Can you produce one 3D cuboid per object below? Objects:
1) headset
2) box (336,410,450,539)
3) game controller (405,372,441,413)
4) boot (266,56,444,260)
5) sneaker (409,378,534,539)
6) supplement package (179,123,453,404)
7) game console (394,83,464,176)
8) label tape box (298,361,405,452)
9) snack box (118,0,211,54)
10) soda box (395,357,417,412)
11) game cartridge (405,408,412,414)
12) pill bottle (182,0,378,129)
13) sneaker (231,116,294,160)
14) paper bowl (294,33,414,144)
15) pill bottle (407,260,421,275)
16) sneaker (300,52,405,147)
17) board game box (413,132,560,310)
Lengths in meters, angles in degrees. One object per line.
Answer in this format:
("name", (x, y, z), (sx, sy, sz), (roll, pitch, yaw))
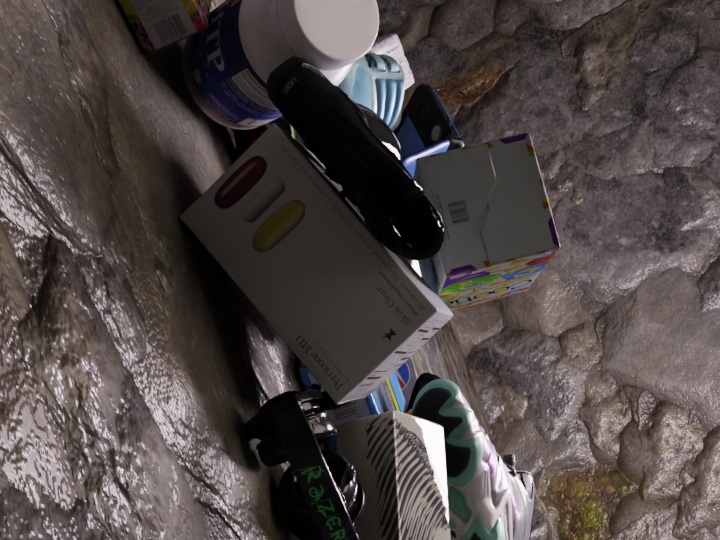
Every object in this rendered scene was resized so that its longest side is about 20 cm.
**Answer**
("headset", (-0.031, 0.142, 0.892), (0.200, 0.093, 0.125), (-142, -151, -73))
("box", (0.029, 0.226, 0.952), (0.082, 0.068, 0.203), (22, 57, -47))
("game controller", (0.066, 0.202, 1.149), (0.104, 0.042, 0.202), (47, 43, -27))
("boot", (0.017, -0.078, 0.932), (0.164, 0.066, 0.200), (32, 11, -43))
("sneaker", (0.115, 0.188, 1.087), (0.139, 0.077, 0.204), (-21, 101, -56))
("supplement package", (-0.031, -0.002, 0.965), (0.200, 0.111, 0.156), (48, 5, 9))
("game console", (0.023, -0.100, 1.338), (0.117, 0.201, 0.172), (6, 42, -32))
("label tape box", (-0.005, 0.125, 1.214), (0.200, 0.062, 0.146), (-79, 150, -74))
("snack box", (-0.198, -0.317, 1.001), (0.170, 0.067, 0.202), (-96, 162, -58))
("soda box", (0.023, 0.108, 1.383), (0.064, 0.069, 0.203), (98, -20, -59))
("game cartridge", (0.040, 0.236, 1.043), (0.199, 0.032, 0.179), (-25, 94, -52))
("pill bottle", (-0.073, -0.209, 1.051), (0.199, 0.119, 0.121), (-13, -80, 56))
("sneaker", (-0.090, -0.083, 1.196), (0.084, 0.076, 0.203), (-45, 116, -57))
("paper bowl", (-0.031, -0.193, 1.343), (0.201, 0.198, 0.106), (-79, 148, -75))
("pill bottle", (0.000, 0.000, 1.157), (0.199, 0.113, 0.116), (-16, 84, -59))
("sneaker", (-0.022, -0.227, 1.195), (0.079, 0.129, 0.203), (-2, -74, 55))
("board game box", (0.106, -0.036, 1.044), (0.200, 0.101, 0.107), (91, -15, -79))
